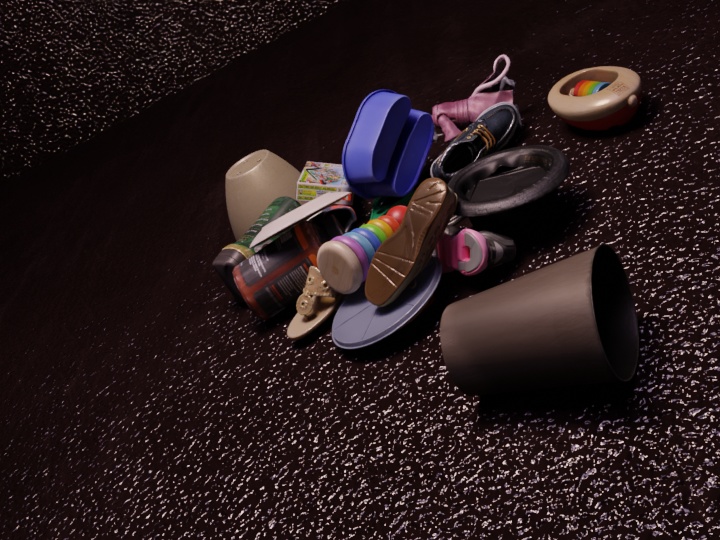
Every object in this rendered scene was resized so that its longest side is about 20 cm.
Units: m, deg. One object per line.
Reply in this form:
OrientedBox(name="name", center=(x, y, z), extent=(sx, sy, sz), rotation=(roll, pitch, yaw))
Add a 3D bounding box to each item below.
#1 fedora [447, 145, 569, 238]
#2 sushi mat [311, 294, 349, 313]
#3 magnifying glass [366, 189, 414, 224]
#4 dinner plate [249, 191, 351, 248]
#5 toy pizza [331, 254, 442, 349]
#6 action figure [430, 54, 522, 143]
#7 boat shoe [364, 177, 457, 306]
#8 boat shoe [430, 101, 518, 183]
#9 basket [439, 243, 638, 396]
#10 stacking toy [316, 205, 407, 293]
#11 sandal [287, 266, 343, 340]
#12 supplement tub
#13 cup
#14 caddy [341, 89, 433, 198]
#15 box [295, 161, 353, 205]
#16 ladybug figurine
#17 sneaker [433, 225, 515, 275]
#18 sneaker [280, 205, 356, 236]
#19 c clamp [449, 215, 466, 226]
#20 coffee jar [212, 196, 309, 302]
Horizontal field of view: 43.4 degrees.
OrientedBox(name="fedora", center=(0.226, -0.106, 1.364), extent=(0.197, 0.093, 0.202), rotation=(-20, 29, 11))
OrientedBox(name="sushi mat", center=(0.000, 0.000, 1.507), extent=(0.200, 0.012, 0.095), rotation=(-43, 29, -24))
OrientedBox(name="magnifying glass", center=(0.036, -0.097, 1.635), extent=(0.078, 0.023, 0.201), rotation=(-6, 33, 39))
OrientedBox(name="dinner plate", center=(-0.105, -0.092, 1.532), extent=(0.197, 0.025, 0.200), rotation=(-28, 5, 3))
OrientedBox(name="toy pizza", center=(0.042, 0.049, 1.344), extent=(0.198, 0.032, 0.201), rotation=(-32, 24, 16))
OrientedBox(name="action figure", center=(0.195, -0.290, 1.675), extent=(0.195, 0.151, 0.135), rotation=(-10, 35, 9))
OrientedBox(name="boat shoe", center=(0.078, -0.033, 1.305), extent=(0.073, 0.062, 0.202), rotation=(36, 95, 38))
OrientedBox(name="boat shoe", center=(0.209, -0.223, 1.585), extent=(0.200, 0.071, 0.091), rotation=(-43, 3, -4))
OrientedBox(name="basket", center=(0.202, 0.071, 1.043), extent=(0.197, 0.138, 0.181), rotation=(-18, 24, 30))
OrientedBox(name="stacking toy", center=(0.021, -0.047, 1.426), extent=(0.084, 0.087, 0.199), rotation=(-2, 27, 44))
OrientedBox(name="sandal", center=(-0.055, 0.014, 1.442), extent=(0.211, 0.070, 0.077), rotation=(-42, 28, -22))
OrientedBox(name="supplement tub", center=(-0.109, -0.011, 1.519), extent=(0.198, 0.108, 0.107), rotation=(-33, 25, 6))
OrientedBox(name="cup", center=(-0.196, -0.156, 1.839), extent=(0.197, 0.145, 0.202), rotation=(-23, 27, 13))
OrientedBox(name="caddy", center=(0.044, -0.228, 1.641), extent=(0.104, 0.140, 0.204), rotation=(13, 78, 49))
OrientedBox(name="box", center=(-0.062, -0.169, 1.745), extent=(0.107, 0.036, 0.200), rotation=(5, 18, 0))
OrientedBox(name="ladybug figurine", center=(0.398, -0.285, 1.522), extent=(0.134, 0.073, 0.200), rotation=(-34, 26, -8))
OrientedBox(name="sneaker", center=(0.159, -0.034, 1.355), extent=(0.093, 0.081, 0.199), rotation=(-9, 13, -24))
OrientedBox(name="sneaker", center=(-0.084, -0.055, 1.613), extent=(0.200, 0.076, 0.084), rotation=(-45, 20, -28))
OrientedBox(name="c clamp", center=(0.175, -0.116, 1.505), extent=(0.199, 0.027, 0.170), rotation=(-36, 17, -18))
OrientedBox(name="coffee jar", center=(-0.176, -0.037, 1.653), extent=(0.084, 0.105, 0.200), rotation=(-1, 37, 49))
